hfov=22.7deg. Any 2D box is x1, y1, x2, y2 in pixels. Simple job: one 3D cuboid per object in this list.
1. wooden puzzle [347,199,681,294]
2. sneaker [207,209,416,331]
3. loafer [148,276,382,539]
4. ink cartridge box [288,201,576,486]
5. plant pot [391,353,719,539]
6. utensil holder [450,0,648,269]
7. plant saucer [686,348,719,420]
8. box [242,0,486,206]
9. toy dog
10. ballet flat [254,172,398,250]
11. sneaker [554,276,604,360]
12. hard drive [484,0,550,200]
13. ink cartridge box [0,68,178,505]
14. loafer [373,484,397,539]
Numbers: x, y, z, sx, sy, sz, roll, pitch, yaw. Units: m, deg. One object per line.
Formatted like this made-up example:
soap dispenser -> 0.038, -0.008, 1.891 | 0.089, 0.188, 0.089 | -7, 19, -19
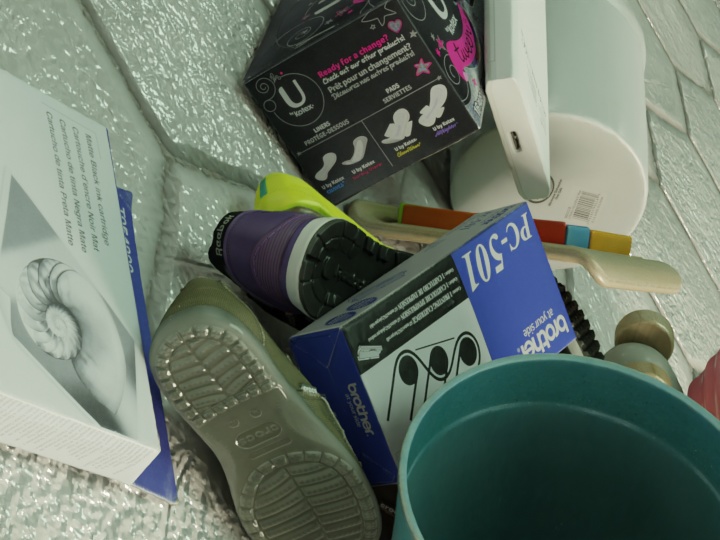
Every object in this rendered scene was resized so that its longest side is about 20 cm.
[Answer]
wooden puzzle -> 0.115, -0.023, 1.288 | 0.185, 0.199, 0.037 | 6, 97, -62
sneaker -> -0.019, 0.008, 1.082 | 0.200, 0.087, 0.076 | 42, 67, -58
loafer -> -0.044, 0.078, 0.941 | 0.070, 0.075, 0.201 | -95, 163, -52
ink cartridge box -> 0.048, 0.039, 1.040 | 0.200, 0.044, 0.094 | -34, 106, -48
plant pot -> 0.103, 0.182, 0.966 | 0.199, 0.189, 0.201 | 7, 43, -6
utensil holder -> 0.153, -0.124, 1.476 | 0.170, 0.169, 0.201 | 48, 30, -29
plant saucer -> 0.308, 0.160, 1.460 | 0.200, 0.051, 0.202 | -12, 90, -71
box -> 0.014, -0.160, 1.269 | 0.115, 0.132, 0.200 | 54, 24, -22
toy dog -> 0.225, 0.136, 1.464 | 0.132, 0.096, 0.201 | -29, 105, -69
ballet flat -> 0.000, 0.000, 1.162 | 0.200, 0.067, 0.067 | 40, 14, -38
sneaker -> 0.142, 0.100, 1.297 | 0.201, 0.090, 0.070 | 64, 15, 2
hard drive -> 0.115, -0.171, 1.312 | 0.132, 0.026, 0.201 | 66, 21, -50
ink cartridge box -> -0.152, -0.001, 0.874 | 0.200, 0.040, 0.201 | 30, 39, -51
loafer -> 0.040, 0.137, 1.075 | 0.200, 0.071, 0.073 | 52, 25, -21
